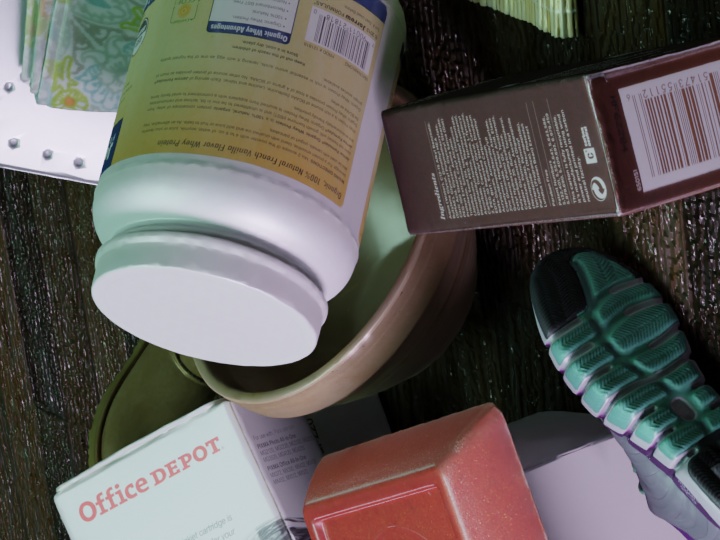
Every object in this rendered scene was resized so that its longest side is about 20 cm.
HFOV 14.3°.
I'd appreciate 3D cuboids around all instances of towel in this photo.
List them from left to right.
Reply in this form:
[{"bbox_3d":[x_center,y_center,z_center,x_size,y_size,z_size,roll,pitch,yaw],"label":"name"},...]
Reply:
[{"bbox_3d":[-0.092,-0.164,1.644,0.048,0.199,0.172,-100,17,-44],"label":"towel"}]

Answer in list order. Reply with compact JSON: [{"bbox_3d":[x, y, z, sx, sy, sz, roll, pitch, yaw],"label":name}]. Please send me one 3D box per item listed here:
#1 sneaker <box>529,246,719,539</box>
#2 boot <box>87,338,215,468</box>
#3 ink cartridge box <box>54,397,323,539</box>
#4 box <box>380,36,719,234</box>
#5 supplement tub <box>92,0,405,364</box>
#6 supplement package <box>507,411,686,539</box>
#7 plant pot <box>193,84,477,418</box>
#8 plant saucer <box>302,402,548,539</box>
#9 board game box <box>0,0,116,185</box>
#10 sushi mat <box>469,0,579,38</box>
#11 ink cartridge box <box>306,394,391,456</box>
[{"bbox_3d":[0.146,0.081,1.489,0.200,0.074,0.088,54,151,29],"label":"sneaker"},{"bbox_3d":[-0.086,0.054,1.782,0.200,0.066,0.176,-27,42,54],"label":"boot"},{"bbox_3d":[-0.071,0.186,1.683,0.145,0.083,0.201,-29,82,29],"label":"ink cartridge box"},{"bbox_3d":[0.106,-0.067,1.446,0.200,0.100,0.075,-8,98,60],"label":"box"},{"bbox_3d":[-0.062,-0.065,1.538,0.144,0.144,0.201,-35,38,60],"label":"supplement tub"},{"bbox_3d":[0.107,0.189,1.562,0.120,0.121,0.201,-2,103,59],"label":"supplement package"},{"bbox_3d":[0.000,0.000,1.633,0.200,0.093,0.202,-28,47,35],"label":"plant pot"},{"bbox_3d":[0.043,0.184,1.510,0.199,0.037,0.201,-23,86,60],"label":"plant saucer"},{"bbox_3d":[-0.149,-0.151,1.704,0.026,0.199,0.201,-125,47,-68],"label":"board game box"},{"bbox_3d":[0.078,-0.226,1.493,0.096,0.012,0.201,28,129,53],"label":"sushi mat"},{"bbox_3d":[-0.044,0.161,1.851,0.200,0.084,0.146,-26,83,63],"label":"ink cartridge box"}]
